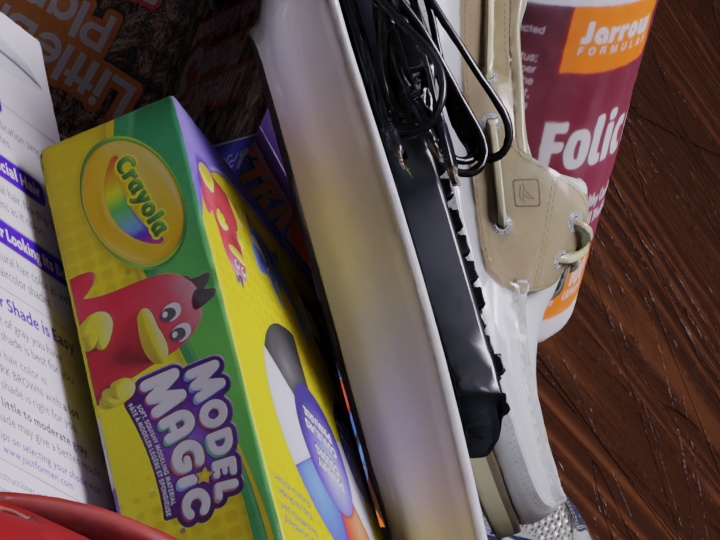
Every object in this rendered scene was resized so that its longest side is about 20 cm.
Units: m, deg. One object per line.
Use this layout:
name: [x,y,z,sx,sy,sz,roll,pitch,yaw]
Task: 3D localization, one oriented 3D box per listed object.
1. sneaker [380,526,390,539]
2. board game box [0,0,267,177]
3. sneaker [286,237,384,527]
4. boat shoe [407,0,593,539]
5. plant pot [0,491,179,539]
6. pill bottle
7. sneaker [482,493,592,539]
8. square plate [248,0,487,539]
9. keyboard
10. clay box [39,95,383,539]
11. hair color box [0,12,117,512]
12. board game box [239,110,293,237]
sneaker: [-0.069,0.099,0.899,0.199,0.088,0.081,28,55,-31]
board game box: [-0.066,-0.133,1.000,0.096,0.201,0.159,25,12,9]
sneaker: [-0.033,0.056,1.087,0.078,0.075,0.201,45,23,-43]
boat shoe: [0.044,-0.015,0.989,0.075,0.068,0.201,143,-67,-87]
plant pot: [-0.089,0.137,0.551,0.182,0.199,0.202,20,47,-80]
pill bottle: [0.046,-0.082,1.087,0.114,0.113,0.201,-80,-177,-65]
sneaker: [0.045,0.119,1.016,0.200,0.076,0.086,-70,161,-57]
square plate: [0.000,0.000,0.910,0.198,0.028,0.201,-121,-164,-82]
keyboard: [0.021,-0.048,0.900,0.104,0.039,0.201,86,-12,-78]
clay box: [-0.028,0.066,0.808,0.115,0.047,0.201,52,18,-58]
hair color box: [-0.121,0.009,0.788,0.109,0.065,0.201,37,34,-54]
board game box: [-0.033,-0.039,1.261,0.201,0.056,0.165,61,14,-14]
